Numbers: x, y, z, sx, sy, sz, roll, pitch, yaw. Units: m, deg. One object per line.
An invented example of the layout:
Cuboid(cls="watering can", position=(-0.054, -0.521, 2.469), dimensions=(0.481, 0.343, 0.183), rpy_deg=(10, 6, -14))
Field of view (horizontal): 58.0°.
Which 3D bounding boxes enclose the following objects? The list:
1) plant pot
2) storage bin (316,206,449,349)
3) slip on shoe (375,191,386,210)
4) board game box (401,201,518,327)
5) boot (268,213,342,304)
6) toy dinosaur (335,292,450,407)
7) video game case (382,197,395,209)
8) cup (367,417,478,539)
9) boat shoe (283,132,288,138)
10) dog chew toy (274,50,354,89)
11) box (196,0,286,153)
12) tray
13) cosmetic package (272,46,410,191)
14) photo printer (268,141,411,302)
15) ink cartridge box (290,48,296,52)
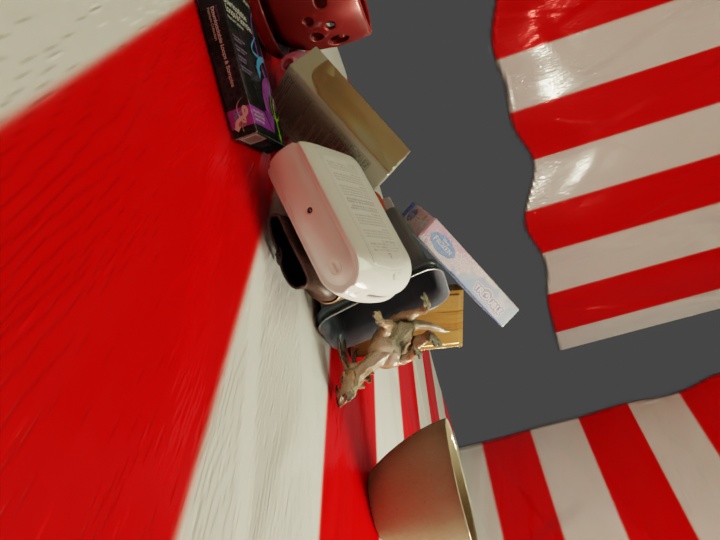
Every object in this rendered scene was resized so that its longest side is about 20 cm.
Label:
Cuboid(cls="plant pot", position=(-0.090, -0.449, 1.027), dimensions=(0.200, 0.177, 0.206), rpy_deg=(-15, 90, -82))
Cuboid(cls="storage bin", position=(0.020, 0.009, 0.983), dimensions=(0.146, 0.196, 0.137), rpy_deg=(58, 9, -60))
Cuboid(cls="slip on shoe", position=(0.036, -0.047, 1.137), dimensions=(0.061, 0.072, 0.205), rpy_deg=(-47, 122, -57))
Cuboid(cls="board game box", position=(0.156, -0.017, 1.077), dimensions=(0.200, 0.043, 0.199), rpy_deg=(46, 4, -12))
Cuboid(cls="boot", position=(-0.074, -0.057, 0.847), dimensions=(0.205, 0.071, 0.166), rpy_deg=(69, 13, 16))
Cuboid(cls="toy dinosaur", position=(0.039, 0.106, 0.938), dimensions=(0.198, 0.135, 0.087), rpy_deg=(-23, 80, -44))
Cuboid(cls="video game case", position=(0.084, -0.009, 1.195), dimensions=(0.202, 0.022, 0.186), rpy_deg=(-108, -178, -55))
Cuboid(cls="cup", position=(0.090, 0.345, 0.997), dimensions=(0.200, 0.139, 0.206), rpy_deg=(-15, 90, -81))
Cuboid(cls="boat shoe", position=(-0.043, -0.223, 1.034), dimensions=(0.198, 0.073, 0.060), rpy_deg=(0, 34, -43))
Cuboid(cls="dog chew toy", position=(-0.077, -0.291, 1.082), dimensions=(0.200, 0.121, 0.128), rpy_deg=(36, 39, -65))
Cuboid(cls="box", position=(-0.148, -0.257, 0.808), dimensions=(0.143, 0.035, 0.206), rpy_deg=(-29, 103, -82))
Cuboid(cls="tray", position=(0.075, 0.084, 1.083), dimensions=(0.037, 0.194, 0.102), rpy_deg=(-129, -145, -72))
Cuboid(cls="cosmetic package", position=(-0.034, -0.201, 0.927), dimensions=(0.200, 0.105, 0.071), rpy_deg=(47, 51, -5))
Cuboid(cls="photo printer", position=(-0.017, -0.053, 0.813), dimensions=(0.165, 0.069, 0.204), rpy_deg=(0, 59, -62))
Cuboid(cls="ink cartridge box", position=(-0.108, -0.372, 1.271), dimensions=(0.201, 0.038, 0.102), rpy_deg=(63, 14, -58))
